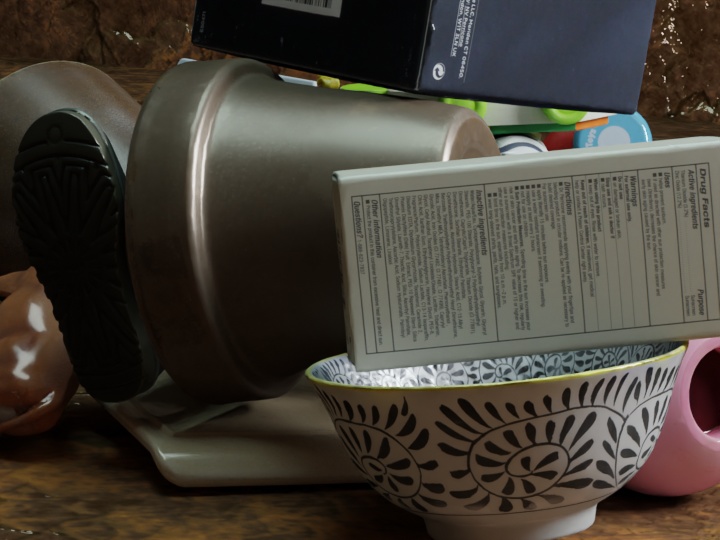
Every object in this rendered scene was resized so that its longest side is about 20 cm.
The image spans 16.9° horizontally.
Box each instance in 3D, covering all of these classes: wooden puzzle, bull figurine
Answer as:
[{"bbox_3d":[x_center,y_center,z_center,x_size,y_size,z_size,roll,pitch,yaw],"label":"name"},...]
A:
[{"bbox_3d":[-0.056,0.091,1.440,0.185,0.037,0.200,0,15,-20],"label":"wooden puzzle"},{"bbox_3d":[-0.198,0.037,1.462,0.121,0.065,0.200,-10,24,17],"label":"bull figurine"}]

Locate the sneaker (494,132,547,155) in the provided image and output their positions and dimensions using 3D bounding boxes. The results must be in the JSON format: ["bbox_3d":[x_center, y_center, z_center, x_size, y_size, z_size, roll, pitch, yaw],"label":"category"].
[{"bbox_3d":[0.065,-0.023,1.661,0.079,0.199,0.130,29,23,-5],"label":"sneaker"}]

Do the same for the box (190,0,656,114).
[{"bbox_3d":[0.042,-0.169,1.457,0.198,0.123,0.200,1,11,-45],"label":"box"}]

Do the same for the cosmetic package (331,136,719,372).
[{"bbox_3d":[0.089,-0.010,1.251,0.200,0.104,0.073,-5,5,-3],"label":"cosmetic package"}]

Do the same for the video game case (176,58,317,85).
[{"bbox_3d":[-0.121,-0.060,1.840,0.023,0.200,0.182,31,-10,-38],"label":"video game case"}]

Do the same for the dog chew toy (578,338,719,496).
[{"bbox_3d":[0.146,0.064,1.417,0.124,0.125,0.200,-3,4,-33],"label":"dog chew toy"}]

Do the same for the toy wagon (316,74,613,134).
[{"bbox_3d":[0.070,-0.117,1.646,0.200,0.040,0.155,-3,10,-5],"label":"toy wagon"}]

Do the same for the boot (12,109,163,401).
[{"bbox_3d":[-0.118,-0.025,1.436,0.072,0.182,0.200,-2,16,27],"label":"boot"}]

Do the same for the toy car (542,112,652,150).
[{"bbox_3d":[0.153,-0.019,1.918,0.200,0.177,0.184,-25,-5,3],"label":"toy car"}]

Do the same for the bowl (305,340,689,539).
[{"bbox_3d":[0.075,0.089,1.263,0.200,0.094,0.201,-6,5,0],"label":"bowl"}]

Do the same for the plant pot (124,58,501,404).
[{"bbox_3d":[-0.014,-0.028,1.371,0.174,0.201,0.200,-5,6,23],"label":"plant pot"}]

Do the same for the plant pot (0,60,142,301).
[{"bbox_3d":[-0.176,-0.029,1.739,0.187,0.187,0.200,-6,27,-43],"label":"plant pot"}]
